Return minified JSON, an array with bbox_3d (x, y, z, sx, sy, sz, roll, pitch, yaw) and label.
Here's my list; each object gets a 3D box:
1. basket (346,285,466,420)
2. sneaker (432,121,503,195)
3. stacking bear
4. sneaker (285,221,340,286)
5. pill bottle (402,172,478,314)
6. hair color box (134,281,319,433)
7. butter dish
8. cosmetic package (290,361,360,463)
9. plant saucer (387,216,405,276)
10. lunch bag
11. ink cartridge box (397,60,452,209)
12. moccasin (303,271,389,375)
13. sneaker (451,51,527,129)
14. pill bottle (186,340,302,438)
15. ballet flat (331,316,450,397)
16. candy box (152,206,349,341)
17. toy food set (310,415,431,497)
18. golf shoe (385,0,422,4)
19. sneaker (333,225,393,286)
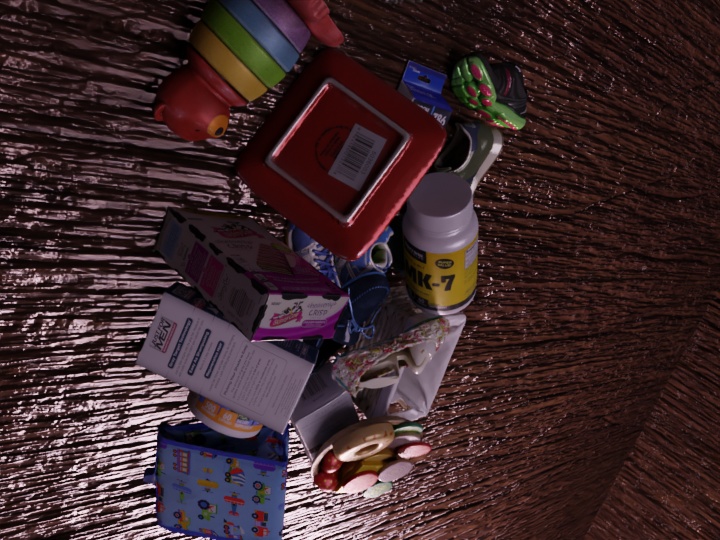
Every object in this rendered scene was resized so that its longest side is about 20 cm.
[{"bbox_3d":[0.062,0.134,1.328,0.134,0.123,0.203,-4,122,-47],"label":"basket"},{"bbox_3d":[0.139,-0.141,1.264,0.089,0.067,0.203,13,111,-38],"label":"sneaker"},{"bbox_3d":[-0.130,-0.218,0.839,0.200,0.114,0.121,-46,169,4],"label":"stacking bear"},{"bbox_3d":[-0.055,-0.008,1.109,0.074,0.088,0.203,-18,129,-38],"label":"sneaker"},{"bbox_3d":[0.119,-0.039,1.211,0.114,0.114,0.202,-37,143,-24],"label":"pill bottle"},{"bbox_3d":[-0.159,0.104,0.985,0.101,0.197,0.061,-63,-177,12],"label":"hair color box"},{"bbox_3d":[-0.018,-0.129,1.009,0.201,0.198,0.148,-53,168,-4],"label":"butter dish"},{"bbox_3d":[-0.054,0.248,1.308,0.100,0.074,0.202,-29,137,-10],"label":"cosmetic package"},{"bbox_3d":[0.054,-0.044,1.270,0.071,0.019,0.199,-58,144,1],"label":"plant saucer"},{"bbox_3d":[-0.199,0.292,1.115,0.195,0.094,0.153,4,114,-5],"label":"lunch bag"},{"bbox_3d":[0.070,-0.187,1.159,0.098,0.039,0.203,1,115,-49],"label":"ink cartridge box"},{"bbox_3d":[-0.020,0.081,1.169,0.079,0.069,0.200,11,136,-35],"label":"moccasin"},{"bbox_3d":[0.197,-0.281,1.221,0.199,0.076,0.085,24,81,-58],"label":"sneaker"},{"bbox_3d":[-0.142,0.106,1.073,0.111,0.111,0.203,11,109,-52],"label":"pill bottle"},{"bbox_3d":[0.053,0.131,1.181,0.197,0.064,0.076,-21,143,-15],"label":"ballet flat"},{"bbox_3d":[-0.126,0.002,0.934,0.135,0.199,0.062,4,116,-52],"label":"candy box"},{"bbox_3d":[0.016,0.296,1.288,0.195,0.049,0.201,10,131,-38],"label":"toy food set"},{"bbox_3d":[0.009,-0.380,0.924,0.199,0.077,0.099,5,96,-57],"label":"golf shoe"},{"bbox_3d":[0.000,0.000,1.171,0.076,0.076,0.202,-53,158,-39],"label":"sneaker"}]
